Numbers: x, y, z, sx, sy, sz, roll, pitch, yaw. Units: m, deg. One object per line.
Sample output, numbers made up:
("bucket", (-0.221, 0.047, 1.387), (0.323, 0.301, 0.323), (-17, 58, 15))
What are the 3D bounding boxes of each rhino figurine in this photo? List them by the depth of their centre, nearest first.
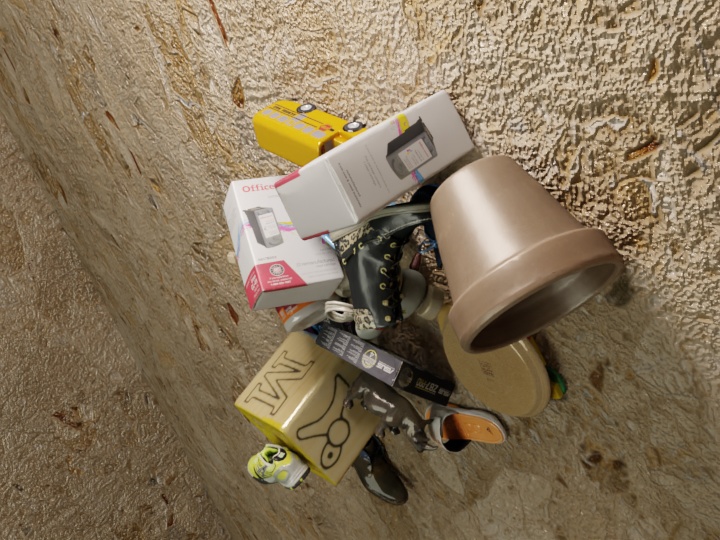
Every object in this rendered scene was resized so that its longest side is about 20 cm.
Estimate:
("rhino figurine", (0.058, 0.254, 1.253), (0.199, 0.059, 0.088), (35, 122, 29))

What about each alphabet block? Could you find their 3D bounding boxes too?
("alphabet block", (-0.090, 0.262, 1.392), (0.195, 0.200, 0.196), (9, 143, 53))

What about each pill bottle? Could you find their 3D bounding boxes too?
("pill bottle", (-0.126, -0.001, 1.284), (0.201, 0.113, 0.114), (61, 153, 13))

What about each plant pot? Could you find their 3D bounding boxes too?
("plant pot", (0.167, -0.029, 0.802), (0.176, 0.198, 0.201), (65, 155, 22))

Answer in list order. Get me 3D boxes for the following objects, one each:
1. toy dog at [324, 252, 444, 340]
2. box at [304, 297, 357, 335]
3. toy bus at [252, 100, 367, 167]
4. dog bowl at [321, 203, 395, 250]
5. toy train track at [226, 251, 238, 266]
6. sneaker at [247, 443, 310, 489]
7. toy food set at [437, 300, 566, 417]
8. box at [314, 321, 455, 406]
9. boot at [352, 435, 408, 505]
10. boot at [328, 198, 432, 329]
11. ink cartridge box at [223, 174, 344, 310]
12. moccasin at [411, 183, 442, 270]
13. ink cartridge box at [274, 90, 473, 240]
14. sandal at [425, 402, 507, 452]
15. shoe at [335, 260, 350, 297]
("toy dog", (0.049, 0.037, 1.104), (0.199, 0.097, 0.132), (-17, 137, 44))
("box", (-0.081, 0.093, 1.416), (0.199, 0.036, 0.144), (14, 131, 47))
("toy bus", (-0.070, -0.195, 1.059), (0.199, 0.078, 0.066), (30, 143, 38))
("dog bowl", (-0.023, -0.086, 1.072), (0.200, 0.049, 0.112), (42, 110, 23))
("toy train track", (-0.189, 0.036, 1.369), (0.114, 0.033, 0.200), (9, 150, 46))
("sneaker", (-0.169, 0.367, 1.375), (0.077, 0.075, 0.199), (53, 146, -14))
("toy food set", (0.197, 0.130, 1.030), (0.199, 0.048, 0.199), (-13, 109, 59))
("box", (0.041, 0.159, 1.208), (0.199, 0.050, 0.161), (22, 173, 44))
("boot", (0.028, 0.426, 1.558), (0.199, 0.074, 0.098), (38, 150, 32))
("boot", (0.044, -0.006, 0.952), (0.202, 0.073, 0.156), (-15, 88, 49))
("ink cartridge box", (-0.129, -0.049, 1.161), (0.086, 0.146, 0.202), (-51, 53, 58))
("moccasin", (0.131, -0.028, 0.942), (0.201, 0.068, 0.081), (51, 151, 12))
("ink cartridge box", (0.015, -0.126, 0.866), (0.147, 0.199, 0.086), (-13, 109, 59))
("sandal", (0.162, 0.274, 1.216), (0.080, 0.059, 0.206), (60, 151, -8))
("shoe", (0.000, 0.000, 1.159), (0.054, 0.069, 0.200), (65, 153, 21))
